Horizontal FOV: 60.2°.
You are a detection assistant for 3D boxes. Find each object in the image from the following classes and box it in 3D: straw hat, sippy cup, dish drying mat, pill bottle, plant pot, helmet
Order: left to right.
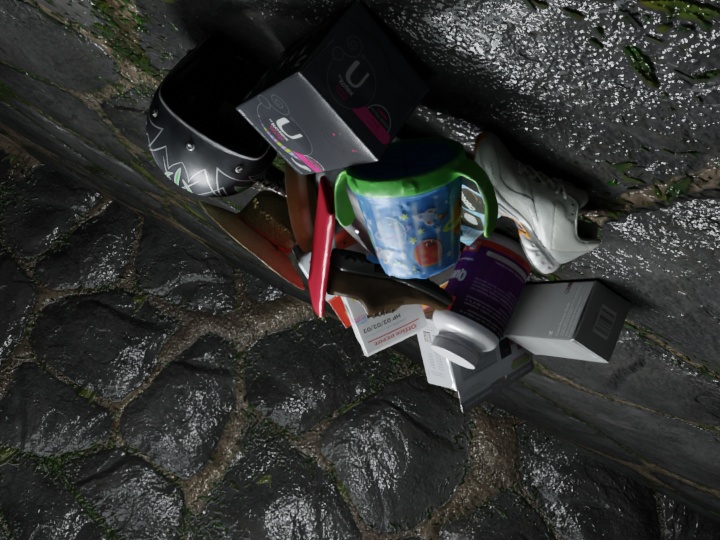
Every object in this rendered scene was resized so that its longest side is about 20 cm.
[{"bbox_3d":[-0.200,-0.197,0.859,0.198,0.192,0.200,30,169,6],"label":"helmet"},{"bbox_3d":[-0.131,-0.068,0.911,0.200,0.085,0.201,40,-179,-1],"label":"straw hat"},{"bbox_3d":[-0.073,-0.128,0.919,0.027,0.203,0.200,-2,162,8],"label":"plant pot"},{"bbox_3d":[-0.052,-0.027,0.853,0.018,0.077,0.202,-2,137,-13],"label":"dish drying mat"},{"bbox_3d":[0.059,-0.067,0.710,0.178,0.138,0.132,42,148,57],"label":"sippy cup"},{"bbox_3d":[0.186,0.047,0.982,0.111,0.202,0.113,26,168,6],"label":"pill bottle"}]

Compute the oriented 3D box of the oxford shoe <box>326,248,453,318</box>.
[{"bbox_3d":[0.041,0.033,0.922,0.197,0.086,0.073,16,-169,-9],"label":"oxford shoe"}]

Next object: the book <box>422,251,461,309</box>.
[{"bbox_3d":[0.109,0.050,1.124,0.048,0.198,0.134,59,-178,24],"label":"book"}]

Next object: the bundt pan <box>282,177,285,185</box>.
[{"bbox_3d":[-0.061,-0.094,1.117,0.204,0.075,0.202,61,179,2],"label":"bundt pan"}]

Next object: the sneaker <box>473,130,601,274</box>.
[{"bbox_3d":[0.208,-0.090,0.722,0.091,0.076,0.200,-25,120,35],"label":"sneaker"}]

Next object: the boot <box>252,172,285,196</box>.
[{"bbox_3d":[-0.179,-0.178,1.244,0.173,0.070,0.200,29,176,-17],"label":"boot"}]

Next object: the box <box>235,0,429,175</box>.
[{"bbox_3d":[-0.039,-0.192,0.699,0.122,0.107,0.199,43,163,-23],"label":"box"}]

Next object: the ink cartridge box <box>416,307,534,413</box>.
[{"bbox_3d":[0.209,0.131,1.125,0.083,0.198,0.178,5,112,57],"label":"ink cartridge box"}]

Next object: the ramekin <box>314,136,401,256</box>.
[{"bbox_3d":[0.027,-0.100,0.868,0.200,0.098,0.201,43,169,11],"label":"ramekin"}]

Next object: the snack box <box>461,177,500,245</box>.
[{"bbox_3d":[0.136,-0.100,0.882,0.115,0.037,0.200,30,169,2],"label":"snack box"}]

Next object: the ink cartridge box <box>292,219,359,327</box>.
[{"bbox_3d":[0.000,0.000,1.046,0.201,0.161,0.050,58,179,-32],"label":"ink cartridge box"}]

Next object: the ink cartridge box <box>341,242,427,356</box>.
[{"bbox_3d":[0.034,0.052,1.005,0.068,0.114,0.202,-128,15,-64],"label":"ink cartridge box"}]

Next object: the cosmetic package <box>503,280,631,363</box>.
[{"bbox_3d":[0.335,0.083,1.030,0.089,0.108,0.200,29,167,-17],"label":"cosmetic package"}]
